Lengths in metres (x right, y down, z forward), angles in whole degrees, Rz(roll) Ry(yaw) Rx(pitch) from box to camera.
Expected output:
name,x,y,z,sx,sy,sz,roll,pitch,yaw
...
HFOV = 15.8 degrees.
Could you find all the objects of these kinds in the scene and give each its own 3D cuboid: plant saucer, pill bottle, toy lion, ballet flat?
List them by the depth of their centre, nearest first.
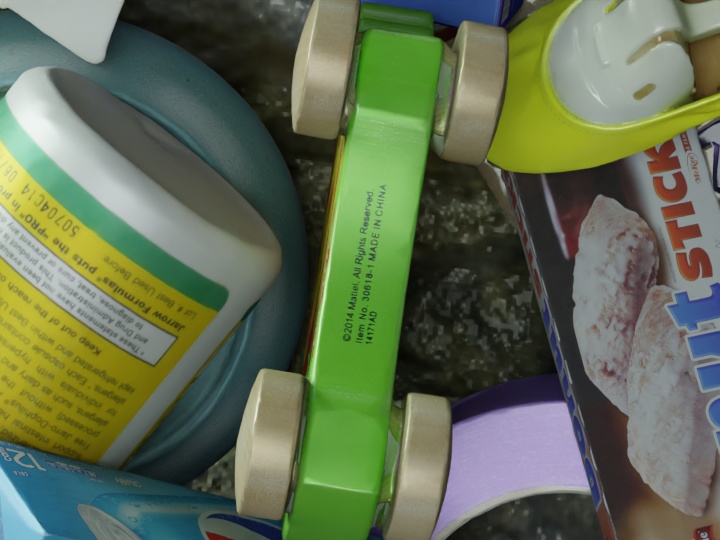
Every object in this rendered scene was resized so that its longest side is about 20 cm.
name,x,y,z,sx,sy,sz,roll,pitch,yaw
toy lion,0.000,0.000,0.894,0.069,0.192,0.200,9,77,-3
pill bottle,-0.129,0.038,0.896,0.113,0.113,0.200,39,99,2
ballet flat,0.125,-0.088,0.898,0.200,0.067,0.067,-17,79,11
plant saucer,-0.118,0.004,0.959,0.200,0.027,0.200,-1,105,-4

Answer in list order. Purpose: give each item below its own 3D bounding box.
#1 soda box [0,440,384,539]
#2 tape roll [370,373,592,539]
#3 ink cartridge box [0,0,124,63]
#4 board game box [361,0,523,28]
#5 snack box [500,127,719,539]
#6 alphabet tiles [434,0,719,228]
name,x,y,z,sx,sy,sz,roll,pitch,yaw
soda box,-0.050,0.119,0.876,0.200,0.064,0.068,18,106,-38
tape roll,0.081,0.142,0.983,0.200,0.066,0.200,1,97,9
ink cartridge box,-0.135,-0.179,0.934,0.200,0.067,0.117,37,127,14
board game box,0.005,-0.197,0.927,0.134,0.045,0.200,14,115,12
snack box,0.107,0.032,0.929,0.072,0.024,0.200,-12,71,-6
alphabet tiles,0.116,-0.109,0.972,0.200,0.008,0.167,-32,92,12
